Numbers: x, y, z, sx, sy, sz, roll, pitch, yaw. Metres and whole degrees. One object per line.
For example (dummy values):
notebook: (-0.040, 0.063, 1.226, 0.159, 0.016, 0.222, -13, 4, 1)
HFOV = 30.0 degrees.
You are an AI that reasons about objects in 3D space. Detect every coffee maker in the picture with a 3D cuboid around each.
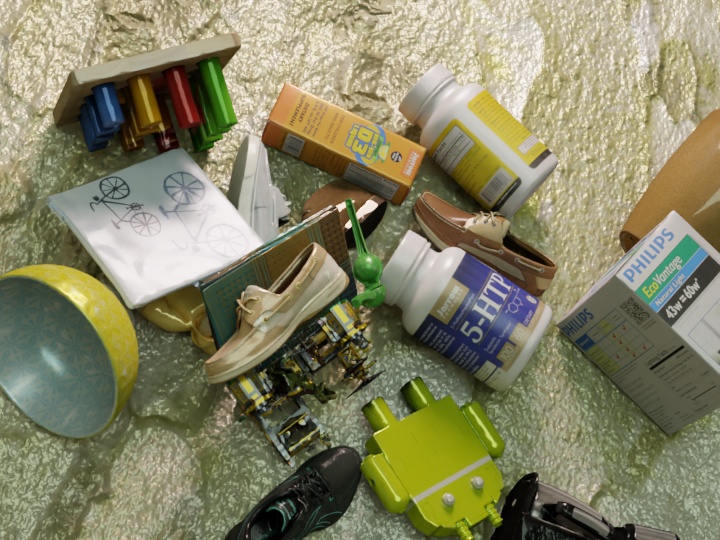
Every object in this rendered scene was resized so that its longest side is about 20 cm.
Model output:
coffee maker: (0.245, 0.355, 1.529, 0.199, 0.135, 0.193, 24, 88, -2)

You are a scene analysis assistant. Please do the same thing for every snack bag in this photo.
snack bag: (-0.229, -0.047, 1.535, 0.199, 0.021, 0.189, -25, 63, -36)

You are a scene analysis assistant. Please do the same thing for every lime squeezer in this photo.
lime squeezer: (0.000, 0.000, 1.554, 0.071, 0.038, 0.201, 42, 25, -29)

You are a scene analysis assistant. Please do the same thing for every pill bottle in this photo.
pill bottle: (0.146, -0.166, 1.708, 0.200, 0.111, 0.111, 44, 65, 5)
pill bottle: (0.118, 0.043, 1.613, 0.199, 0.120, 0.120, 32, 64, 1)

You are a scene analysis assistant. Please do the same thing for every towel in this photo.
towel: (-0.090, 0.029, 1.539, 0.199, 0.148, 0.022, -33, 38, -29)

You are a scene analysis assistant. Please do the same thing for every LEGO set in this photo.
LEGO set: (-0.049, 0.136, 1.518, 0.199, 0.154, 0.116, -35, 80, -20)

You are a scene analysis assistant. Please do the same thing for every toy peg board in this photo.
toy peg board: (-0.243, -0.186, 1.581, 0.198, 0.200, 0.099, -18, 88, -20)

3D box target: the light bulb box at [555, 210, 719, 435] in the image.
light bulb box: (0.375, 0.068, 1.623, 0.200, 0.198, 0.125, 45, 66, 5)

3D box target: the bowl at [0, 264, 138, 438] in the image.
bowl: (-0.311, 0.071, 1.471, 0.200, 0.200, 0.108, 43, 41, 5)

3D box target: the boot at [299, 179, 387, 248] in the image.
boot: (-0.053, -0.040, 1.630, 0.075, 0.074, 0.200, 34, 50, 14)

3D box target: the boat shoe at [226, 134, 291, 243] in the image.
boat shoe: (-0.122, -0.064, 1.630, 0.071, 0.070, 0.203, 9, 71, -22)

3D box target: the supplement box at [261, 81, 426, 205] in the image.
supplement box: (-0.021, -0.159, 1.689, 0.199, 0.069, 0.067, 25, 67, -6)

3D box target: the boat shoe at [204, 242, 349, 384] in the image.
boat shoe: (-0.103, 0.044, 1.477, 0.200, 0.074, 0.069, -41, 107, -26)

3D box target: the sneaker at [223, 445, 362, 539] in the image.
sneaker: (-0.067, 0.265, 1.499, 0.075, 0.079, 0.200, 45, 63, 8)

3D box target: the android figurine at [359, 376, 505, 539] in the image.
android figurine: (0.088, 0.223, 1.562, 0.181, 0.041, 0.201, -21, 69, -31)

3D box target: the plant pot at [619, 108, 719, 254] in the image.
plant pot: (0.436, -0.074, 1.722, 0.199, 0.186, 0.187, -37, 80, -10)

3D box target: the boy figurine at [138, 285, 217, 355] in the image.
boy figurine: (-0.208, 0.023, 1.570, 0.124, 0.065, 0.201, -25, 73, -25)

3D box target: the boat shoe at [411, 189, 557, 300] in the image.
boat shoe: (0.158, -0.040, 1.669, 0.199, 0.074, 0.076, 36, 29, -4)
